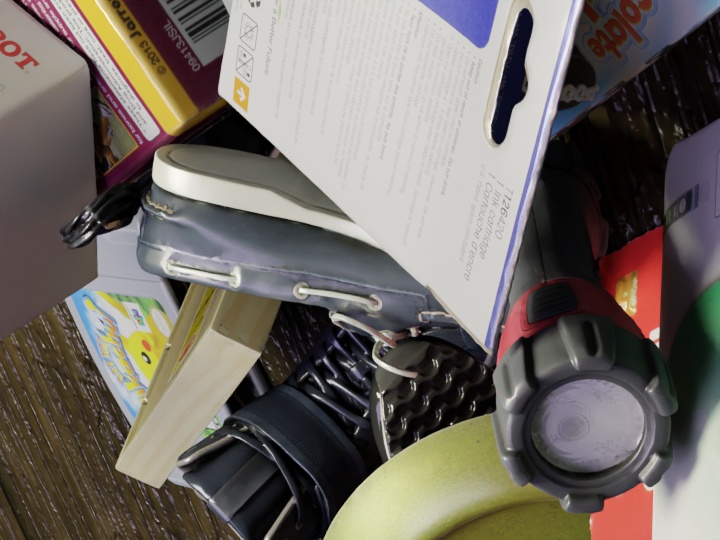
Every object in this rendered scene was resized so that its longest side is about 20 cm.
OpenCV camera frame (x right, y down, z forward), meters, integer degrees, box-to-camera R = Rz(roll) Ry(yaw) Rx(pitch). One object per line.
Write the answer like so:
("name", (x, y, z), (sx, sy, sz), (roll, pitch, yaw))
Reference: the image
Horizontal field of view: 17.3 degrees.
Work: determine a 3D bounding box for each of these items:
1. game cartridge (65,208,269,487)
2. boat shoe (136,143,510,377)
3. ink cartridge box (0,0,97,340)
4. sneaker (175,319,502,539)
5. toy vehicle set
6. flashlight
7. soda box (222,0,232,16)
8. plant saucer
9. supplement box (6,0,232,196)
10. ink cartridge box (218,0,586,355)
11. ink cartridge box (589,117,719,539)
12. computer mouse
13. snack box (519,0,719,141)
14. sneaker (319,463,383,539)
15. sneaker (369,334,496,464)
("game cartridge", (-0.111, 0.044, 1.357), (0.133, 0.040, 0.201), (9, 128, 57))
("boat shoe", (0.000, 0.000, 1.017), (0.199, 0.075, 0.062), (14, 109, 1))
("ink cartridge box", (-0.240, -0.035, 1.073), (0.147, 0.200, 0.146), (39, 147, 26))
("sneaker", (-0.009, 0.059, 1.108), (0.077, 0.146, 0.203), (46, 149, 17))
("toy vehicle set", (-0.067, 0.019, 1.174), (0.026, 0.125, 0.200), (24, 152, -8))
("flashlight", (0.078, 0.015, 0.909), (0.068, 0.200, 0.068), (25, 112, -11))
("soda box", (-0.027, -0.146, 0.995), (0.068, 0.063, 0.201), (4, 125, 54))
("plant saucer", (0.078, 0.148, 1.044), (0.031, 0.199, 0.201), (-98, -6, -56))
("supplement box", (-0.117, -0.115, 1.120), (0.131, 0.103, 0.200), (55, 151, -4))
("ink cartridge box", (0.026, -0.106, 0.858), (0.200, 0.047, 0.198), (42, 130, 40))
("ink cartridge box", (0.120, 0.038, 0.897), (0.200, 0.050, 0.162), (149, 129, -60))
("computer mouse", (-0.087, -0.035, 1.099), (0.058, 0.200, 0.034), (-33, 93, 23))
("snack box", (0.086, -0.132, 0.870), (0.116, 0.037, 0.200), (54, 151, 2))
("sneaker", (0.024, 0.177, 1.264), (0.201, 0.074, 0.081), (60, 154, -8))
("sneaker", (0.060, 0.101, 1.093), (0.200, 0.070, 0.090), (48, 175, -26))
